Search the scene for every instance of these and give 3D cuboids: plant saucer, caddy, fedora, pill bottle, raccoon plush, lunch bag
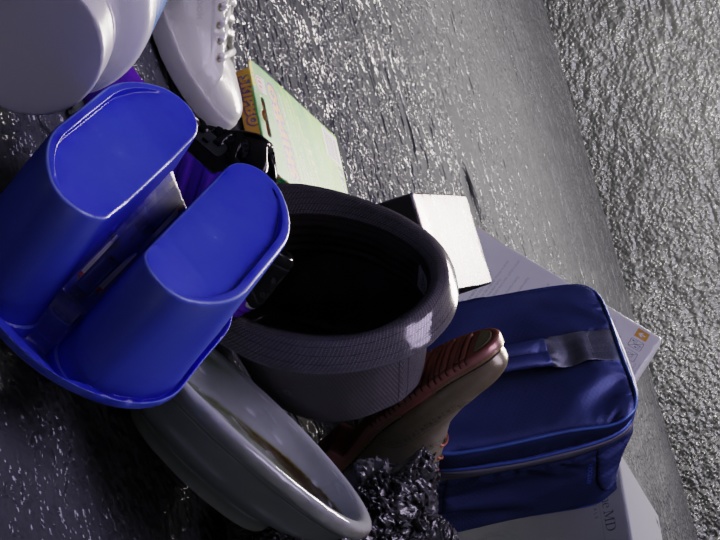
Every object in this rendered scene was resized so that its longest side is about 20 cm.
[{"bbox_3d":[-0.080,0.098,1.140,0.200,0.050,0.200,43,3,-2],"label":"plant saucer"},{"bbox_3d":[-0.126,-0.009,1.042,0.141,0.105,0.200,42,29,-3],"label":"caddy"},{"bbox_3d":[-0.029,0.031,1.279,0.177,0.199,0.091,-37,137,-40],"label":"fedora"},{"bbox_3d":[-0.163,-0.166,1.098,0.201,0.111,0.113,-81,150,-61],"label":"pill bottle"},{"bbox_3d":[-0.011,0.187,1.200,0.201,0.132,0.098,-84,161,-58],"label":"raccoon plush"},{"bbox_3d":[0.097,0.095,1.425,0.133,0.198,0.137,93,-17,-51],"label":"lunch bag"}]

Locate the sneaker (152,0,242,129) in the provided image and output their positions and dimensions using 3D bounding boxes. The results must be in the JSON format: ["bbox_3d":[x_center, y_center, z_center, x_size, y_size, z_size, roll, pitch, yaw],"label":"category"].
[{"bbox_3d":[-0.108,-0.199,1.385,0.073,0.084,0.202,-60,133,-72],"label":"sneaker"}]

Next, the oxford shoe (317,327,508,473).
[{"bbox_3d":[0.035,0.114,1.321,0.074,0.200,0.071,46,28,-6],"label":"oxford shoe"}]

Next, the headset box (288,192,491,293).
[{"bbox_3d":[0.000,0.000,1.436,0.200,0.147,0.078,-3,75,-74],"label":"headset box"}]

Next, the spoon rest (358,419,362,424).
[{"bbox_3d":[0.021,0.090,1.584,0.099,0.060,0.202,-7,80,-75],"label":"spoon rest"}]

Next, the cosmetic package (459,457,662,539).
[{"bbox_3d":[0.144,0.277,1.558,0.123,0.198,0.201,57,21,-47],"label":"cosmetic package"}]

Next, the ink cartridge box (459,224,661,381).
[{"bbox_3d":[0.121,0.069,1.584,0.198,0.199,0.044,-49,167,-45],"label":"ink cartridge box"}]

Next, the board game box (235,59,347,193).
[{"bbox_3d":[-0.053,-0.093,1.577,0.200,0.030,0.097,43,33,-67],"label":"board game box"}]

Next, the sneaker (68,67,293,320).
[{"bbox_3d":[-0.102,-0.067,1.197,0.202,0.099,0.070,63,14,6],"label":"sneaker"}]
